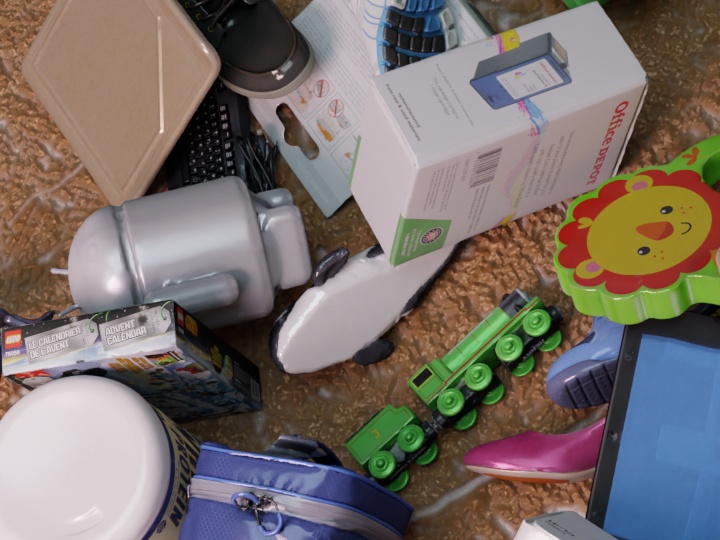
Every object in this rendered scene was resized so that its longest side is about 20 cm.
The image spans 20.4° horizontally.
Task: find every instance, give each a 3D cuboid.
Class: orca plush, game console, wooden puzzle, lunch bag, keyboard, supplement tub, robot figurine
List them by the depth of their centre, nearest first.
[{"bbox_3d":[0.266,0.135,1.399,0.172,0.118,0.201,6,83,57],"label":"game console"},{"bbox_3d":[-0.050,0.191,1.451,0.135,0.200,0.133,8,76,19],"label":"lunch bag"},{"bbox_3d":[-0.181,0.172,1.497,0.144,0.200,0.146,-5,70,15],"label":"supplement tub"},{"bbox_3d":[-0.140,-0.006,1.555,0.199,0.170,0.114,-13,109,-6],"label":"robot figurine"},{"bbox_3d":[0.000,0.000,1.578,0.200,0.105,0.071,-51,34,-2],"label":"orca plush"},{"bbox_3d":[-0.115,-0.077,1.650,0.104,0.040,0.201,-14,71,13],"label":"keyboard"},{"bbox_3d":[-0.197,-0.169,1.660,0.185,0.037,0.200,53,131,25],"label":"wooden puzzle"}]

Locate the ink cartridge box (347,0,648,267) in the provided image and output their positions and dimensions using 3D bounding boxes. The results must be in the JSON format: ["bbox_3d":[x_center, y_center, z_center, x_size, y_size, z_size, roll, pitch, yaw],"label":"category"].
[{"bbox_3d":[0.101,-0.102,1.505,0.199,0.146,0.088,-20,64,-17],"label":"ink cartridge box"}]

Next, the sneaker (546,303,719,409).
[{"bbox_3d":[0.214,0.028,1.505,0.200,0.074,0.082,-36,63,-6],"label":"sneaker"}]

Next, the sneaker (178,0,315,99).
[{"bbox_3d":[-0.122,-0.219,1.647,0.075,0.106,0.200,-45,51,-6],"label":"sneaker"}]

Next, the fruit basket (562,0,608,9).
[{"bbox_3d":[0.193,-0.328,1.619,0.215,0.155,0.216,-37,24,20],"label":"fruit basket"}]

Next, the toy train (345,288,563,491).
[{"bbox_3d":[0.072,0.090,1.541,0.200,0.042,0.056,-43,55,-1],"label":"toy train"}]

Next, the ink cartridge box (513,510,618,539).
[{"bbox_3d":[0.145,0.290,1.388,0.147,0.086,0.201,31,103,24],"label":"ink cartridge box"}]

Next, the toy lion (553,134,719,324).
[{"bbox_3d":[0.244,-0.034,1.454,0.191,0.069,0.200,13,49,37],"label":"toy lion"}]

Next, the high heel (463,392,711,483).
[{"bbox_3d":[0.175,0.107,1.483,0.199,0.067,0.097,-4,80,10],"label":"high heel"}]

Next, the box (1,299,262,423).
[{"bbox_3d":[-0.170,0.077,1.527,0.136,0.200,0.040,-10,70,12],"label":"box"}]

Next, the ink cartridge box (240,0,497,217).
[{"bbox_3d":[0.011,-0.163,1.656,0.200,0.047,0.160,-43,64,17],"label":"ink cartridge box"}]

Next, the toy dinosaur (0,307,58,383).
[{"bbox_3d":[-0.335,0.039,1.623,0.181,0.201,0.105,13,47,28],"label":"toy dinosaur"}]

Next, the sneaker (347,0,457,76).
[{"bbox_3d":[0.021,-0.215,1.604,0.086,0.075,0.201,-16,74,51],"label":"sneaker"}]
